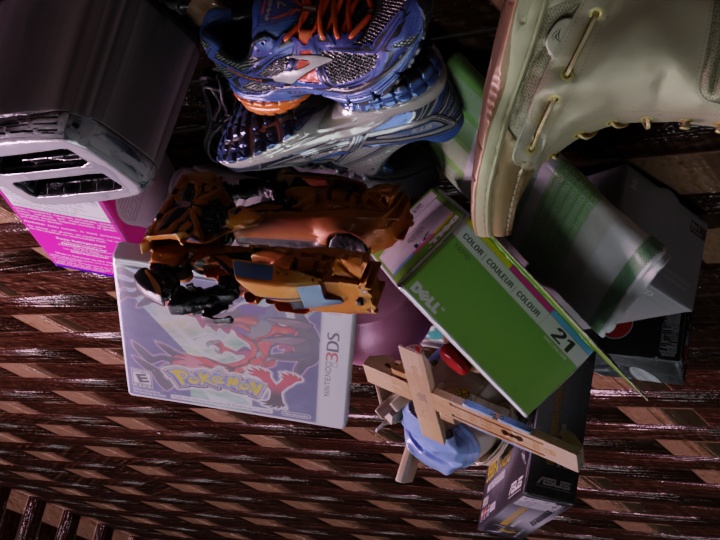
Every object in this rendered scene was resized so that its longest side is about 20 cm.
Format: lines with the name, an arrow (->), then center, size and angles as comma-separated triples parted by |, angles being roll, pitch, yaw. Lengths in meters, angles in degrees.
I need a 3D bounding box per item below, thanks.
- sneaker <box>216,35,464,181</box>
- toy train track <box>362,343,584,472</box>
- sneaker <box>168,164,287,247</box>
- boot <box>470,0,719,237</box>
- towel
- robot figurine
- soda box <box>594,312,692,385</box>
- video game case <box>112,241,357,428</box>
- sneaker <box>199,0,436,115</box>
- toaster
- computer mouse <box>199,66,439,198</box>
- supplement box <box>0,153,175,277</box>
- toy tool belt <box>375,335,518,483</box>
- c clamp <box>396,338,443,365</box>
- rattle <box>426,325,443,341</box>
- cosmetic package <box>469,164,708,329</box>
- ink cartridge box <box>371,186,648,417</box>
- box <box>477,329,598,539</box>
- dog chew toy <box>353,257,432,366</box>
sneaker -> -0.015, -0.095, 0.919 | 0.199, 0.078, 0.085 | -12, 137, 35
toy train track -> 0.092, 0.105, 1.032 | 0.199, 0.033, 0.115 | 21, 145, 31
sneaker -> -0.112, -0.047, 1.093 | 0.099, 0.075, 0.200 | 23, 176, -18
boot -> 0.151, -0.095, 0.790 | 0.154, 0.073, 0.201 | 10, 124, 0
towel -> 0.128, -0.053, 0.918 | 0.200, 0.031, 0.149 | 48, 162, 13
robot figurine -> -0.069, -0.025, 0.942 | 0.198, 0.146, 0.059 | 5, 135, 19
soda box -> 0.211, 0.059, 1.242 | 0.198, 0.064, 0.071 | 6, 158, 20
video game case -> -0.104, 0.059, 1.092 | 0.198, 0.023, 0.183 | 9, 137, 4
sneaker -> -0.033, -0.151, 0.840 | 0.199, 0.076, 0.078 | -10, 146, 43
toaster -> -0.201, -0.125, 0.925 | 0.199, 0.130, 0.114 | -2, 156, 34
computer mouse -> -0.042, -0.082, 1.029 | 0.199, 0.046, 0.141 | 22, 160, -2
supplement box -> -0.228, -0.078, 1.101 | 0.102, 0.102, 0.200 | 11, 158, 8
toy tool belt -> 0.070, 0.123, 1.146 | 0.125, 0.123, 0.200 | 41, 166, 20
c clamp -> 0.091, 0.107, 1.489 | 0.199, 0.027, 0.170 | -8, 151, 43
rattle -> 0.007, 0.085, 1.307 | 0.198, 0.144, 0.130 | 19, 167, -7
cosmetic package -> 0.171, -0.009, 1.061 | 0.106, 0.091, 0.199 | 29, 157, -28
ink cartridge box -> 0.098, 0.034, 0.919 | 0.148, 0.076, 0.200 | 46, -177, -19
box -> 0.160, 0.151, 1.196 | 0.048, 0.160, 0.200 | 12, 160, -3
dog chew toy -> 0.000, 0.000, 1.148 | 0.123, 0.125, 0.200 | 7, 151, 16
